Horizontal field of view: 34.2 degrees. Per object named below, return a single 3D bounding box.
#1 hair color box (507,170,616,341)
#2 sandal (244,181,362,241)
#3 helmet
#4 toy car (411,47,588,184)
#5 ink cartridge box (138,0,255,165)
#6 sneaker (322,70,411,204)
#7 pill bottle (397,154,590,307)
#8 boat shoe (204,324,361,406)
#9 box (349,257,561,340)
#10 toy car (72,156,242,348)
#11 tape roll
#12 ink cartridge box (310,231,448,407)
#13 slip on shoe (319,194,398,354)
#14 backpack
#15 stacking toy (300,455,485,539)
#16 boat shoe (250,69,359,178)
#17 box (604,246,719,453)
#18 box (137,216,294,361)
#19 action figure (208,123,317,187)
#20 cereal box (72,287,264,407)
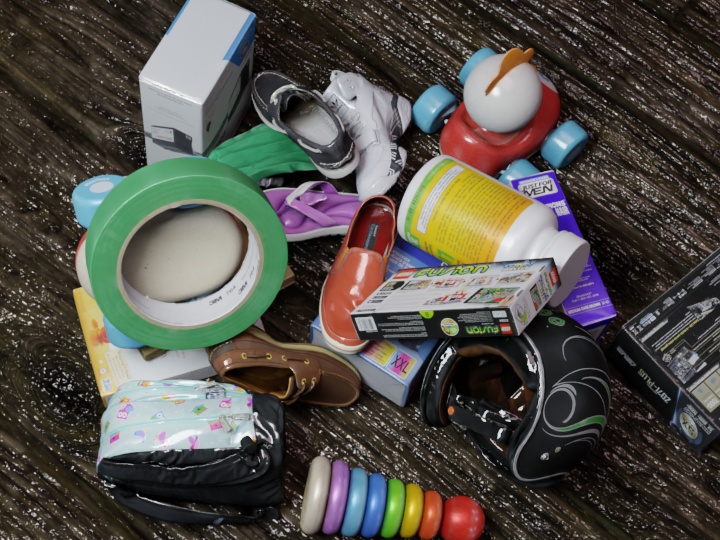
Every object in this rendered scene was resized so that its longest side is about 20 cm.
[{"bbox_3d":[0.229,-0.005,1.403,0.065,0.109,0.200,-16,67,-13],"label":"hair color box"},{"bbox_3d":[-0.048,-0.080,1.420,0.202,0.050,0.082,-3,48,-27],"label":"sandal"},{"bbox_3d":[0.179,0.136,1.279,0.200,0.191,0.200,-7,78,36],"label":"helmet"},{"bbox_3d":[0.185,-0.215,1.450,0.177,0.200,0.184,-39,74,-21],"label":"toy car"},{"bbox_3d":[-0.195,-0.214,1.415,0.084,0.200,0.145,23,64,4],"label":"ink cartridge box"},{"bbox_3d":[-0.005,-0.168,1.444,0.115,0.075,0.200,30,41,-18],"label":"sneaker"},{"bbox_3d":[0.151,-0.041,1.316,0.200,0.111,0.111,31,65,25],"label":"pill bottle"},{"bbox_3d":[-0.083,0.119,1.297,0.200,0.072,0.068,23,32,-32],"label":"boat shoe"},{"bbox_3d":[0.100,0.031,1.241,0.200,0.035,0.110,-4,24,38],"label":"box"},{"bbox_3d":[-0.234,-0.052,1.306,0.177,0.184,0.200,-15,33,-12],"label":"toy car"},{"bbox_3d":[-0.175,-0.015,1.189,0.200,0.201,0.048,-15,33,-12],"label":"tape roll"},{"bbox_3d":[0.049,0.038,1.386,0.136,0.076,0.200,32,64,10],"label":"ink cartridge box"},{"bbox_3d":[0.000,0.000,1.326,0.074,0.061,0.200,15,64,4],"label":"slip on shoe"},{"bbox_3d":[-0.180,0.190,1.260,0.200,0.167,0.127,1,48,-1],"label":"backpack"},{"bbox_3d":[0.039,0.260,1.278,0.200,0.085,0.085,11,64,-4],"label":"stacking toy"},{"bbox_3d":[-0.075,-0.189,1.405,0.074,0.060,0.200,-35,56,-4],"label":"boat shoe"},{"bbox_3d":[0.422,0.086,1.389,0.200,0.086,0.164,-36,72,-19],"label":"box"},{"bbox_3d":[-0.203,-0.003,1.370,0.200,0.021,0.164,-29,64,-20],"label":"box"},{"bbox_3d":[-0.116,-0.140,1.443,0.200,0.055,0.118,-27,66,-36],"label":"action figure"},{"bbox_3d":[-0.220,0.063,1.367,0.200,0.040,0.144,-17,64,-12],"label":"cereal box"}]
